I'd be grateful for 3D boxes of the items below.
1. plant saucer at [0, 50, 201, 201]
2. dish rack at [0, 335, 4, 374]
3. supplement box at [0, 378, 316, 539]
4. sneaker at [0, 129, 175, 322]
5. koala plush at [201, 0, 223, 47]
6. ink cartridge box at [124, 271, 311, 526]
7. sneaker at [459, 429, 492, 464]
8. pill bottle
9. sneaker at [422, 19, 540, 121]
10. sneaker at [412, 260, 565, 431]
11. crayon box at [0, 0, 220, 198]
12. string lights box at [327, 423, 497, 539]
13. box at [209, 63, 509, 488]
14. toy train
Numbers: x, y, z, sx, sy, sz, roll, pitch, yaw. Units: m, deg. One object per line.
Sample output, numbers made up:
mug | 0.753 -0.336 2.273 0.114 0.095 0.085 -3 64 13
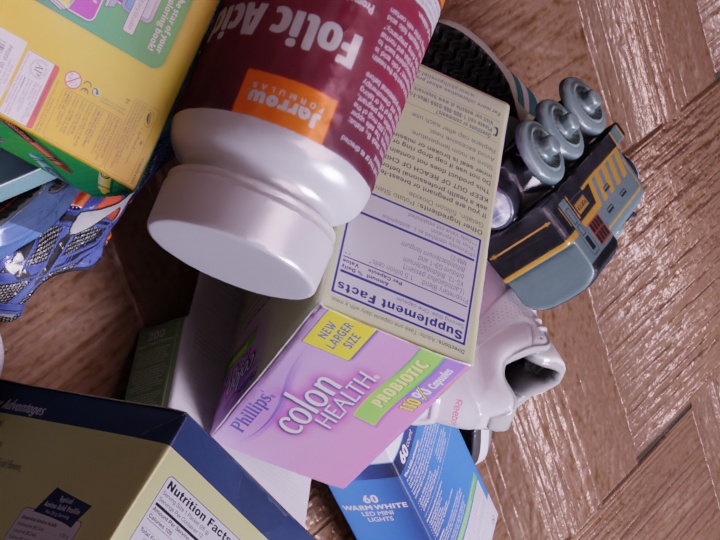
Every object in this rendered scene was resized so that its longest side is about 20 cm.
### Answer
plant saucer | -0.170 -0.079 0.946 0.200 0.070 0.019 -26 136 -26
dish rack | -0.297 0.054 0.866 0.200 0.044 0.172 43 62 -35
supplement box | -0.165 0.183 0.901 0.134 0.200 0.200 50 59 -35
sneaker | -0.171 -0.043 0.985 0.200 0.075 0.078 -39 134 -33
koala plush | -0.048 -0.213 1.033 0.177 0.184 0.200 19 90 -13
ink cartridge box | -0.082 0.070 1.092 0.146 0.048 0.200 43 41 -39
sneaker | 0.098 0.039 1.250 0.121 0.084 0.200 -13 101 -35
pill bottle | -0.034 -0.094 0.898 0.114 0.114 0.200 35 68 -41
sneaker | 0.105 -0.111 1.263 0.200 0.070 0.093 46 15 -15
sneaker | 0.091 0.045 1.111 0.200 0.099 0.078 -62 167 -47
crayon box | -0.140 -0.154 0.884 0.119 0.058 0.200 29 75 -28
string lights box | 0.032 0.144 1.166 0.103 0.059 0.200 -69 144 -45
box | 0.000 0.000 1.021 0.097 0.176 0.200 23 52 -14
toy train | 0.133 -0.054 1.134 0.114 0.085 0.200 55 32 -5
